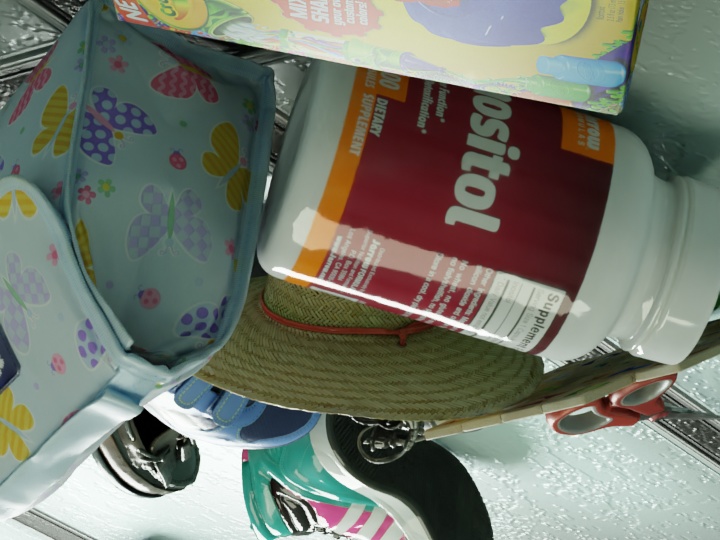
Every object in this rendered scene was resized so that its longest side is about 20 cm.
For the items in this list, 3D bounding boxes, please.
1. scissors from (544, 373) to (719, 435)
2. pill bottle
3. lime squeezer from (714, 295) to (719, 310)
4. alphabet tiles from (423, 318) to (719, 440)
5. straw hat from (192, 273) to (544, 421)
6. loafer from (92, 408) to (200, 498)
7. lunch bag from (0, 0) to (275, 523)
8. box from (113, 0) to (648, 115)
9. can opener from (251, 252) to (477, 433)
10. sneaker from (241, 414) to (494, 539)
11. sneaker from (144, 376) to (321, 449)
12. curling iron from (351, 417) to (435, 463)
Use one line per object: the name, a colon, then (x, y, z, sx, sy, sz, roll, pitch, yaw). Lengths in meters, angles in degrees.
scissors: (0.150, 0.078, 1.375, 0.073, 0.014, 0.200, -26, 164, 11)
pill bottle: (0.062, -0.025, 1.151, 0.199, 0.113, 0.113, 16, 157, -8)
lime squeezer: (0.112, -0.023, 1.242, 0.199, 0.038, 0.071, 22, -173, -22)
alphabet tiles: (0.131, 0.049, 1.278, 0.166, 0.006, 0.200, -21, -179, -35)
straw hat: (0.000, 0.000, 1.266, 0.200, 0.085, 0.201, 6, -160, -2)
loafer: (-0.138, 0.089, 1.581, 0.063, 0.072, 0.200, -3, 150, 21)
lunch bag: (-0.133, 0.000, 1.166, 0.127, 0.201, 0.170, 23, 142, -24)
box: (0.012, -0.166, 0.847, 0.192, 0.122, 0.200, 11, 157, 8)
can opener: (-0.017, 0.035, 1.388, 0.199, 0.067, 0.053, 17, 157, -8)
sneaker: (-0.009, 0.148, 1.616, 0.120, 0.084, 0.200, -11, 139, 35)
sneaker: (-0.098, 0.051, 1.446, 0.200, 0.074, 0.082, 25, 167, -29)
curling iron: (-0.049, 0.040, 1.344, 0.200, 0.026, 0.050, 33, 133, 3)
